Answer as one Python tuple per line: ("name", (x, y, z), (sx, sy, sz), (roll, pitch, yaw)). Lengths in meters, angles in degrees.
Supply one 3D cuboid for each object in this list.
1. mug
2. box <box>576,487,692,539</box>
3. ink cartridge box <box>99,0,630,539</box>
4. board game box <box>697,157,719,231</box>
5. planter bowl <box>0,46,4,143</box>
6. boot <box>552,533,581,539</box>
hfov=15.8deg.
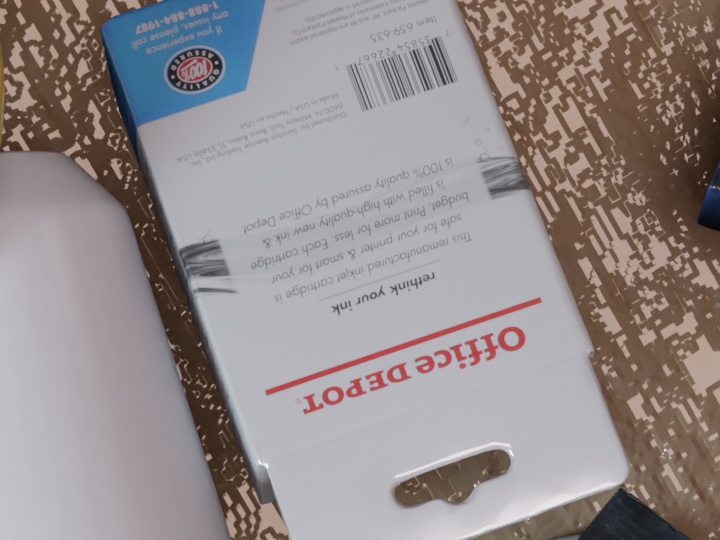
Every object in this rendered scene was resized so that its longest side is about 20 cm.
("mug", (-0.139, 0.046, 0.829), (0.186, 0.149, 0.153), (-8, 86, -20))
("box", (0.080, 0.193, 0.862), (0.193, 0.048, 0.200), (-53, 138, -4))
("ink cartridge box", (0.000, 0.000, 0.855), (0.116, 0.067, 0.200), (-18, 76, -8))
("board game box", (0.232, -0.045, 0.886), (0.200, 0.035, 0.136), (20, 69, 7))
("planter bowl", (-0.210, -0.054, 0.744), (0.200, 0.083, 0.201), (-11, 117, -22))
("boot", (0.034, 0.160, 0.882), (0.200, 0.096, 0.074), (-32, 97, -7))
